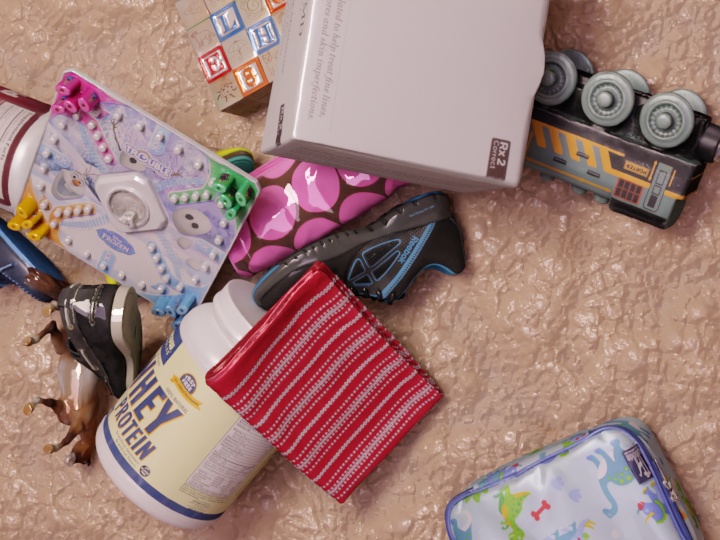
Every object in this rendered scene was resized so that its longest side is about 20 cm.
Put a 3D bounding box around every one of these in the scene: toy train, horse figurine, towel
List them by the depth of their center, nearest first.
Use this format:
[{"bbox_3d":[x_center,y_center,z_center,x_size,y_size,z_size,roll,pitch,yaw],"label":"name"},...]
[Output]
[{"bbox_3d":[0.208,-0.116,1.143,0.199,0.085,0.115,23,108,19],"label":"toy train"},{"bbox_3d":[-0.027,0.102,1.173,0.145,0.200,0.022,-46,32,-4],"label":"towel"},{"bbox_3d":[-0.285,0.097,1.302,0.050,0.132,0.202,-3,87,15],"label":"horse figurine"}]

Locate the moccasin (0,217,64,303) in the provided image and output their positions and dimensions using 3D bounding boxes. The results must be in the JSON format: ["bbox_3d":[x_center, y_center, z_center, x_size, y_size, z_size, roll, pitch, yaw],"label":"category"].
[{"bbox_3d":[-0.381,-0.018,1.367,0.200,0.080,0.068,36,89,29],"label":"moccasin"}]

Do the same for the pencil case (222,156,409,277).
[{"bbox_3d":[-0.050,-0.077,1.234,0.199,0.091,0.094,-32,115,16],"label":"pencil case"}]

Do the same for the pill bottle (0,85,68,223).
[{"bbox_3d":[-0.345,-0.118,1.326,0.199,0.114,0.115,22,98,18],"label":"pill bottle"}]

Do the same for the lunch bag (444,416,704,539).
[{"bbox_3d":[0.187,0.230,1.155,0.199,0.082,0.162,-27,85,20],"label":"lunch bag"}]

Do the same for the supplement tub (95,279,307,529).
[{"bbox_3d":[-0.134,0.123,1.236,0.145,0.145,0.200,43,104,14],"label":"supplement tub"}]

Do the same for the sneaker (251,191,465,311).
[{"bbox_3d":[0.000,0.000,1.201,0.199,0.073,0.082,-23,93,-1],"label":"sneaker"}]

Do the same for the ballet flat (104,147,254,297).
[{"bbox_3d":[-0.186,-0.061,1.300,0.200,0.067,0.067,-47,55,17],"label":"ballet flat"}]

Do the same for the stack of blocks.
[{"bbox_3d":[-0.060,-0.242,1.248,0.199,0.059,0.116,-26,82,19],"label":"stack of blocks"}]

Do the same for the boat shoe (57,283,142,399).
[{"bbox_3d":[-0.240,0.066,1.256,0.067,0.200,0.072,3,64,-1],"label":"boat shoe"}]

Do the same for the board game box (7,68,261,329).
[{"bbox_3d":[-0.212,-0.057,1.214,0.199,0.026,0.200,31,132,-2],"label":"board game box"}]

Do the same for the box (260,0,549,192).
[{"bbox_3d":[0.037,-0.179,1.106,0.199,0.131,0.200,10,87,-16],"label":"box"}]
